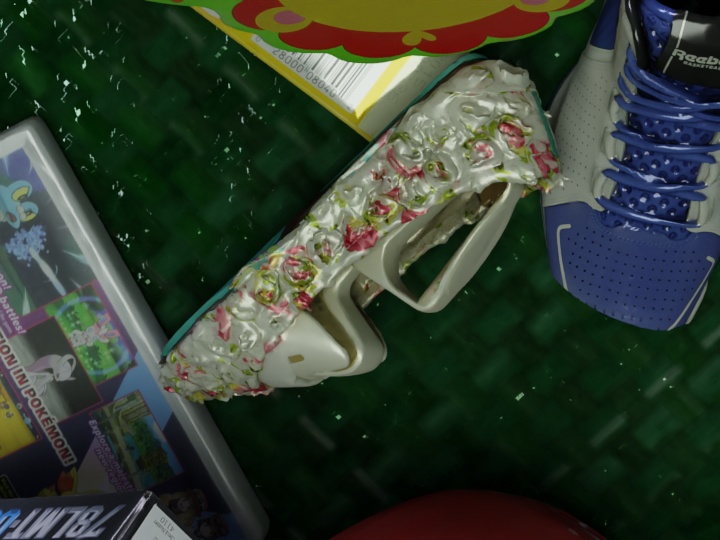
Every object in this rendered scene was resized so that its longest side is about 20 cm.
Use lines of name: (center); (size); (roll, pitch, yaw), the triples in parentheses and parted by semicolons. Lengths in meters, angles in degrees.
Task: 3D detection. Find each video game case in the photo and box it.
video game case: (-0.163, 0.061, 1.034); (0.182, 0.023, 0.200); (-25, 102, 14)

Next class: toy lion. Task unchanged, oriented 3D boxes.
toy lion: (-0.011, -0.122, 0.850); (0.199, 0.192, 0.069); (-2, 71, -3)

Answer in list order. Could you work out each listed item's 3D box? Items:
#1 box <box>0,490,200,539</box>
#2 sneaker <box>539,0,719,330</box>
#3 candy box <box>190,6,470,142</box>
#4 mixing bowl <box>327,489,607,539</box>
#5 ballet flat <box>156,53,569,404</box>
box: (-0.081, 0.169, 0.967); (0.200, 0.050, 0.199); (-9, 127, 52)
sneaker: (0.113, -0.070, 0.910); (0.080, 0.115, 0.200); (15, 109, 3)
candy box: (-0.037, -0.144, 0.951); (0.200, 0.026, 0.102); (37, 105, -6)
mixing bowl: (0.051, 0.159, 0.973); (0.200, 0.108, 0.200); (26, 146, 19)
ballet flat: (0.000, 0.000, 0.955); (0.200, 0.076, 0.064); (-44, 71, 24)
